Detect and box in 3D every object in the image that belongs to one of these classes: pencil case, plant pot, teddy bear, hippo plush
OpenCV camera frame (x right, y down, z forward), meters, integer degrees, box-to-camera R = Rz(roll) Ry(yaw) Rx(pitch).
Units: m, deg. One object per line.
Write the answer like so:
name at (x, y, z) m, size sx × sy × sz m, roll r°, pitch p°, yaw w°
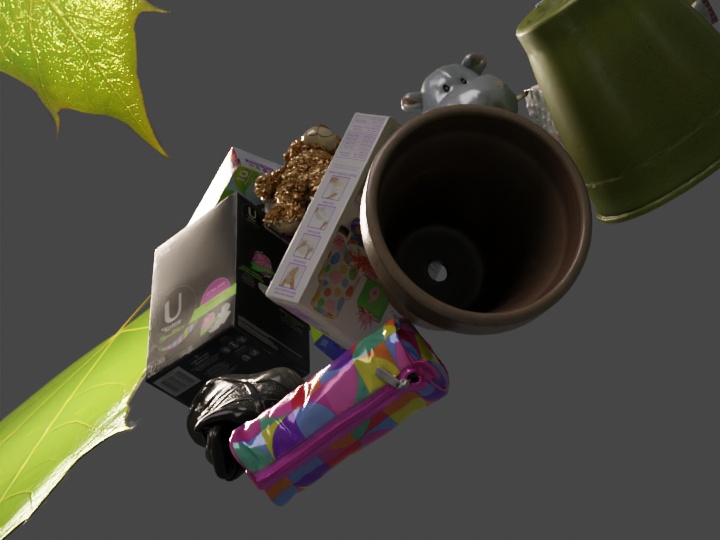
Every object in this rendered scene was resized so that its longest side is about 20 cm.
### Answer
pencil case at (-0.017, 0.120, 1.321) m, size 0.199 × 0.089 × 0.088 m, roll -37°, pitch 10°, yaw 15°
plant pot at (0.245, -0.180, 1.412) m, size 0.200 × 0.193 × 0.200 m, roll -37°, pitch 10°, yaw 8°
teddy bear at (-0.054, -0.109, 1.789) m, size 0.144 × 0.067 × 0.200 m, roll -8°, pitch 31°, yaw 32°
hippo plush at (0.137, -0.145, 1.597) m, size 0.158 × 0.162 × 0.200 m, roll -27°, pitch 27°, yaw -12°
plant pot at (0.085, -0.022, 1.372) m, size 0.200 × 0.200 × 0.175 m, roll -42°, pitch -6°, yaw -22°

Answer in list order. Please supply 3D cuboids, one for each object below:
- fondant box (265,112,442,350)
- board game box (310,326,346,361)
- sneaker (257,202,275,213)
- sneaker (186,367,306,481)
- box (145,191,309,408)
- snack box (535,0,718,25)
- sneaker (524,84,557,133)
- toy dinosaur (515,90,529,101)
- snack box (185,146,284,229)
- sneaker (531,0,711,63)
fondant box at (0.014, -0.029, 1.480) m, size 0.058 × 0.144 × 0.201 m, roll 12°, pitch 72°, yaw 49°
board game box at (0.000, 0.000, 1.689) m, size 0.134 × 0.045 × 0.200 m, roll -43°, pitch 24°, yaw 14°
sneaker at (-0.117, 0.002, 1.913) m, size 0.074 × 0.086 × 0.202 m, roll -82°, pitch 4°, yaw -67°
sneaker at (-0.142, 0.161, 1.575) m, size 0.114 × 0.077 × 0.199 m, roll -37°, pitch 13°, yaw -37°
box at (-0.150, 0.044, 1.762) m, size 0.148 × 0.124 × 0.201 m, roll -31°, pitch 41°, yaw 29°
snack box at (0.310, -0.297, 1.779) m, size 0.168 × 0.068 × 0.200 m, roll -32°, pitch -22°, yaw 14°
sneaker at (0.249, -0.168, 1.645) m, size 0.080 × 0.077 × 0.200 m, roll -33°, pitch 28°, yaw -17°
toy dinosaur at (0.130, -0.152, 1.759) m, size 0.088 × 0.047 × 0.200 m, roll -55°, pitch 6°, yaw -14°
snack box at (-0.106, -0.057, 1.961) m, size 0.143 × 0.199 × 0.053 m, roll -58°, pitch 31°, yaw 22°
sneaker at (0.281, -0.247, 1.647) m, size 0.198 × 0.093 × 0.076 m, roll 1°, pitch 2°, yaw 18°
